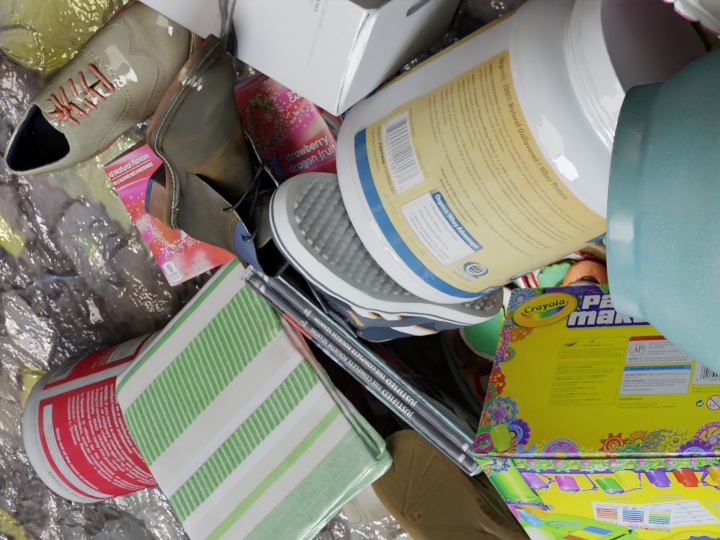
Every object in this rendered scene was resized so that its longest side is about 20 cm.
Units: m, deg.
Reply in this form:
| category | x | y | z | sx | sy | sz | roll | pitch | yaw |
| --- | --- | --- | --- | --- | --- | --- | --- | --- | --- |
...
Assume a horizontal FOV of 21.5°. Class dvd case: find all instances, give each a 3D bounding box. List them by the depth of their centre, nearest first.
| category | x | y | z | sx | sy | sz | roll | pitch | yaw |
| --- | --- | --- | --- | --- | --- | --- | --- | --- | --- |
| dvd case | 0.014 | 0.065 | 1.282 | 0.200 | 0.146 | 0.022 | 41 | 94 | 11 |

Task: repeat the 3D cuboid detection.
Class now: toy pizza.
| category | x | y | z | sx | sy | sz | roll | pitch | yaw |
| --- | --- | --- | --- | --- | --- | --- | --- | --- | --- |
| toy pizza | 0.136 | 0.056 | 1.259 | 0.200 | 0.032 | 0.201 | 17 | 125 | 26 |

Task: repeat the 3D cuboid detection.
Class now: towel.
| category | x | y | z | sx | sy | sz | roll | pitch | yaw |
| --- | --- | --- | --- | --- | --- | --- | --- | --- | --- |
| towel | -0.081 | 0.105 | 1.294 | 0.153 | 0.023 | 0.200 | -45 | 58 | 13 |

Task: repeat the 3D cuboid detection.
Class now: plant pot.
| category | x | y | z | sx | sy | sz | roll | pitch | yaw |
| --- | --- | --- | --- | --- | --- | --- | --- | --- | --- |
| plant pot | 0.198 | -0.032 | 0.959 | 0.134 | 0.200 | 0.201 | 4 | 119 | 18 |

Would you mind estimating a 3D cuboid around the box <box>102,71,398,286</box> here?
| category | x | y | z | sx | sy | sz | roll | pitch | yaw |
| --- | --- | --- | --- | --- | --- | --- | --- | --- | --- |
| box | -0.064 | -0.077 | 1.273 | 0.200 | 0.095 | 0.100 | -22 | 102 | 41 |

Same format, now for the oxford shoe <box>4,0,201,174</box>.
| category | x | y | z | sx | sy | sz | roll | pitch | yaw |
| --- | --- | --- | --- | --- | --- | --- | --- | --- | --- |
| oxford shoe | -0.181 | -0.123 | 1.329 | 0.070 | 0.075 | 0.200 | 48 | 132 | 1 |

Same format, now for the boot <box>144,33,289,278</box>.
| category | x | y | z | sx | sy | sz | roll | pitch | yaw |
| --- | --- | --- | --- | --- | --- | --- | --- | --- | --- |
| boot | -0.074 | -0.066 | 1.153 | 0.097 | 0.075 | 0.200 | 34 | 157 | 7 |

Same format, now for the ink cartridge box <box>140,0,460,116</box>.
| category | x | y | z | sx | sy | sz | roll | pitch | yaw |
| --- | --- | --- | --- | --- | --- | --- | --- | --- | --- |
| ink cartridge box | -0.048 | -0.196 | 1.157 | 0.200 | 0.146 | 0.083 | 32 | 130 | 15 |

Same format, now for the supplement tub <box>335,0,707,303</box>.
| category | x | y | z | sx | sy | sz | roll | pitch | yaw |
| --- | --- | --- | --- | --- | --- | --- | --- | --- | --- |
| supplement tub | 0.100 | -0.077 | 1.123 | 0.200 | 0.145 | 0.145 | -26 | 100 | 37 |

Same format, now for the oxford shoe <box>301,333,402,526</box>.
| category | x | y | z | sx | sy | sz | roll | pitch | yaw |
| --- | --- | --- | --- | --- | --- | --- | --- | --- | --- |
| oxford shoe | -0.035 | 0.099 | 1.361 | 0.075 | 0.070 | 0.200 | -33 | 94 | 20 |

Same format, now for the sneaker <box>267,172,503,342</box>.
| category | x | y | z | sx | sy | sz | roll | pitch | yaw |
| --- | --- | --- | --- | --- | --- | --- | --- | --- | --- |
| sneaker | 0.000 | 0.000 | 1.191 | 0.079 | 0.200 | 0.079 | -18 | 61 | 38 |

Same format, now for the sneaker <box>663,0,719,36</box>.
| category | x | y | z | sx | sy | sz | roll | pitch | yaw |
| --- | --- | --- | --- | --- | --- | --- | --- | --- | --- |
| sneaker | 0.189 | -0.215 | 1.030 | 0.088 | 0.081 | 0.200 | -28 | 100 | 43 |

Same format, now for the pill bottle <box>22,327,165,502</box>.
| category | x | y | z | sx | sy | sz | roll | pitch | yaw |
| --- | --- | --- | --- | --- | --- | --- | --- | --- | --- |
| pill bottle | -0.154 | 0.105 | 1.431 | 0.200 | 0.112 | 0.113 | -19 | 105 | 40 |

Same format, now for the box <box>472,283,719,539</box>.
| category | x | y | z | sx | sy | sz | roll | pitch | yaw |
| --- | --- | --- | --- | --- | --- | --- | --- | --- | --- |
| box | 0.200 | 0.108 | 1.123 | 0.199 | 0.122 | 0.193 | -3 | 142 | 27 |

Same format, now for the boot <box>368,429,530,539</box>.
| category | x | y | z | sx | sy | sz | roll | pitch | yaw |
| --- | --- | --- | --- | --- | --- | --- | --- | --- | --- |
| boot | 0.094 | 0.200 | 1.279 | 0.073 | 0.155 | 0.200 | -42 | 69 | 5 |
